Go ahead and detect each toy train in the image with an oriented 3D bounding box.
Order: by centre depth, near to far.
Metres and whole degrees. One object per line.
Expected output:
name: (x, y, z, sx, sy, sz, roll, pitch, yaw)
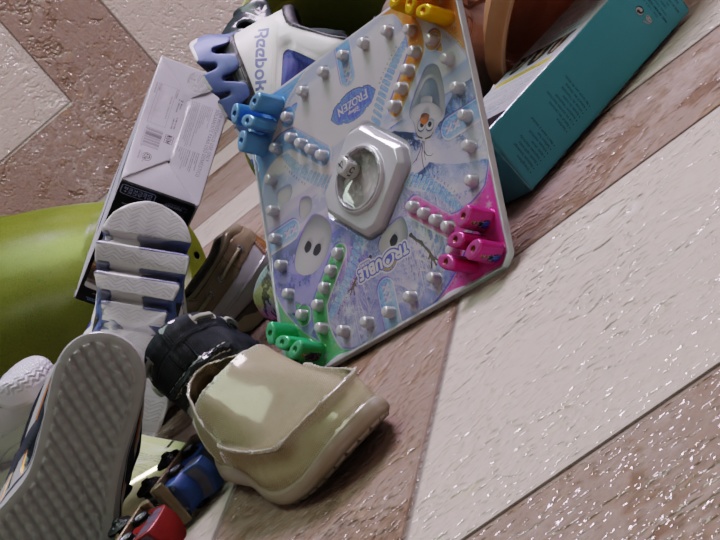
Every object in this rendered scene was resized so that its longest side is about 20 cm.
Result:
toy train: (-0.124, 0.155, 1.093, 0.046, 0.034, 0.200, -29, 16, 34)

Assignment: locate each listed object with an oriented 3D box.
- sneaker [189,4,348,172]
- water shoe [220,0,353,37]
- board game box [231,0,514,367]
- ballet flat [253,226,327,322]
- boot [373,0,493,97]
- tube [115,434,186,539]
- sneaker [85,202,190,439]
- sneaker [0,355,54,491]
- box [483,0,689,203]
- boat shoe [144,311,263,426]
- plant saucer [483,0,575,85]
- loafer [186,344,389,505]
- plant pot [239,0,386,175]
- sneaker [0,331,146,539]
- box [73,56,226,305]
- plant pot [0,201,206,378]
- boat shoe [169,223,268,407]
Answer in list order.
sneaker: (-0.022, -0.101, 1.309, 0.115, 0.200, 0.081, -32, -6, 8)
water shoe: (-0.006, -0.139, 1.401, 0.072, 0.200, 0.079, 130, 159, -58)
board game box: (-0.001, -0.056, 1.175, 0.200, 0.026, 0.200, -31, 59, 40)
ballet flat: (0.000, 0.000, 1.226, 0.200, 0.069, 0.071, -33, 39, 34)
boot: (0.074, -0.142, 1.370, 0.070, 0.200, 0.146, -12, 55, 32)
tube: (-0.182, 0.171, 1.203, 0.200, 0.058, 0.052, -45, -19, -31)
sneaker: (-0.160, 0.061, 1.358, 0.115, 0.080, 0.200, 87, -164, -76)
sneaker: (-0.227, 0.141, 1.253, 0.200, 0.115, 0.075, -42, 0, 40)
box: (0.129, -0.120, 1.261, 0.200, 0.049, 0.082, -47, 12, -30)
boat shoe: (-0.099, 0.059, 1.236, 0.076, 0.060, 0.200, -46, -2, -9)
plant saucer: (0.142, -0.215, 1.331, 0.200, 0.032, 0.200, -45, -28, -32)
loafer: (-0.051, 0.079, 1.047, 0.076, 0.068, 0.200, -46, 12, -22)
plant pot: (-0.022, -0.132, 1.534, 0.200, 0.200, 0.190, -45, 0, -19)
sneaker: (-0.177, 0.134, 1.152, 0.079, 0.078, 0.200, 163, 129, -84)
box: (-0.159, -0.058, 1.461, 0.200, 0.060, 0.117, 124, 162, -57)
plant pot: (-0.238, 0.024, 1.640, 0.193, 0.200, 0.200, -20, 21, 35)
boat shoe: (-0.138, 0.048, 1.468, 0.200, 0.068, 0.075, -46, 12, -25)
